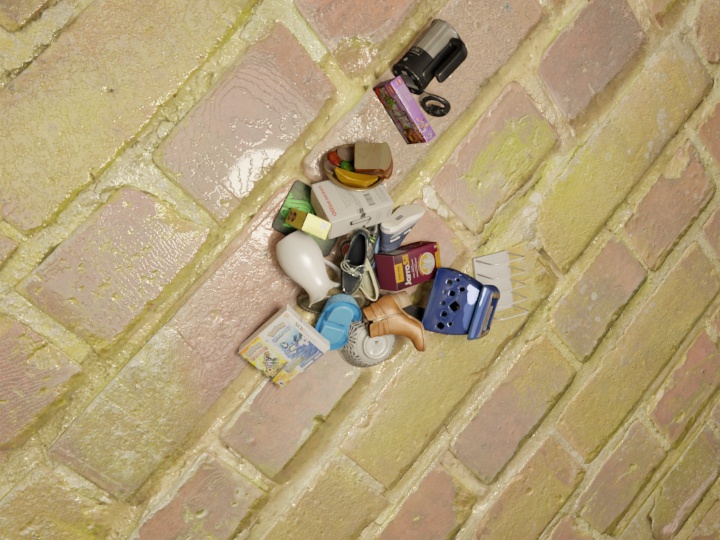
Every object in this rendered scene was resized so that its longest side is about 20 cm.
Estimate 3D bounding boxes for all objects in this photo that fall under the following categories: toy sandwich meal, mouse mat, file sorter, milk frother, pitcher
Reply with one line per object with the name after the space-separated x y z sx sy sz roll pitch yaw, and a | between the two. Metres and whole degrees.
-0.005 -0.306 1.628 0.204 0.070 0.206 5 55 -7 | toy sandwich meal
-0.142 -0.150 1.690 0.199 0.008 0.162 28 88 -22 | mouse mat
0.468 0.051 1.897 0.138 0.124 0.201 -13 104 -18 | file sorter
0.227 -0.590 1.704 0.188 0.180 0.200 -49 155 -7 | milk frother
-0.140 -0.018 1.651 0.201 0.121 0.171 57 37 -1 | pitcher

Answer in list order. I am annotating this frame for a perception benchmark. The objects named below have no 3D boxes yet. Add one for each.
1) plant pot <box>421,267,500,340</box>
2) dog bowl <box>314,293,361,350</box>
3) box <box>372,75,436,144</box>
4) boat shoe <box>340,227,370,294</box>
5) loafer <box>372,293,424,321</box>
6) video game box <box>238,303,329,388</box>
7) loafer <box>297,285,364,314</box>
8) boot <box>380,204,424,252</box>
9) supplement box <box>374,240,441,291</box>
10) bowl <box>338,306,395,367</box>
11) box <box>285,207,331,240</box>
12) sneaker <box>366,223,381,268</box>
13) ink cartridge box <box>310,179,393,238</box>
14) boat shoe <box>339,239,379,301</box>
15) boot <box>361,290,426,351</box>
0.318 0.111 1.776 0.179 0.200 0.201 18 94 22 | plant pot
-0.072 0.150 1.699 0.111 0.050 0.201 17 125 -18 | dog bowl
0.126 -0.461 1.669 0.039 0.137 0.200 -40 110 -10 | box
-0.015 -0.020 1.626 0.074 0.062 0.201 19 105 1 | boat shoe
0.119 0.108 1.805 0.200 0.068 0.071 28 77 -26 | loafer
-0.220 0.223 1.669 0.200 0.047 0.182 -41 110 12 | video game box
-0.089 0.081 1.718 0.199 0.068 0.076 1 128 -7 | loafer
0.123 -0.131 1.750 0.200 0.073 0.091 -31 138 -41 | boot
0.149 -0.016 1.751 0.199 0.085 0.111 -18 105 -37 | supplement box
0.033 0.218 1.773 0.199 0.094 0.202 -3 100 -20 | bowl
-0.146 -0.131 1.579 0.075 0.200 0.050 23 91 -21 | box
0.013 -0.099 1.723 0.082 0.071 0.201 -2 103 -27 | sneaker
-0.027 -0.194 1.644 0.199 0.084 0.146 -18 62 -18 | ink cartridge box
0.000 0.000 1.695 0.071 0.063 0.201 -24 113 9 | boat shoe
0.101 0.172 1.709 0.155 0.077 0.201 -22 91 -19 | boot
